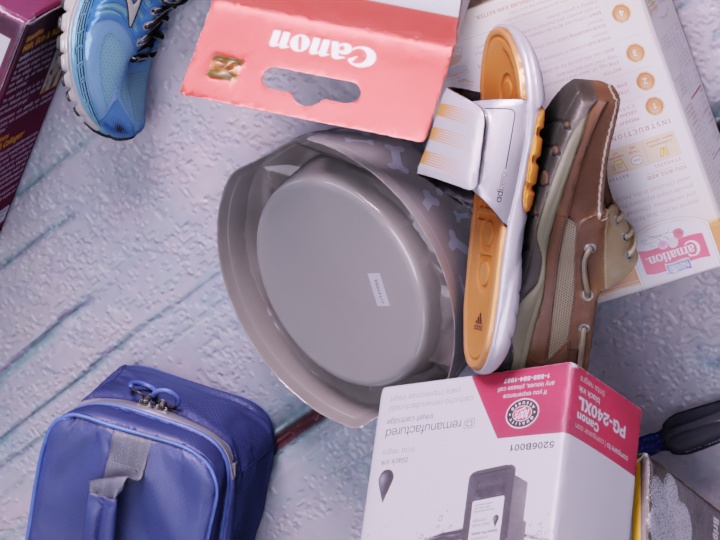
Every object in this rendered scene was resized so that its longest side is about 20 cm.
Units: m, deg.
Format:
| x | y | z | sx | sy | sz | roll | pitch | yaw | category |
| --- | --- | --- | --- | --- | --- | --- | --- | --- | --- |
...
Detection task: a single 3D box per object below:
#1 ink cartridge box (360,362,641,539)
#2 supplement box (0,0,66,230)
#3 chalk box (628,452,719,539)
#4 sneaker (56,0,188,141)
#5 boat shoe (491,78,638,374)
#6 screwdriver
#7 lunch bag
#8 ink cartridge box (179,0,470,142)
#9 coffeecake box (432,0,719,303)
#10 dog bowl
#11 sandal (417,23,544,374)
| x | y | z | sx | sy | sz | roll | pitch | yaw | category |
| --- | --- | --- | --- | --- | --- | --- | --- | --- | --- |
| 0.078 | 0.168 | 1.596 | 0.145 | 0.083 | 0.201 | -9 | 61 | 35 | ink cartridge box |
| -0.263 | -0.106 | 1.767 | 0.085 | 0.110 | 0.201 | 28 | 113 | 8 | supplement box |
| 0.174 | 0.216 | 1.693 | 0.123 | 0.125 | 0.200 | -15 | 145 | 31 | chalk box |
| -0.139 | -0.177 | 1.723 | 0.089 | 0.078 | 0.201 | 11 | 110 | 11 | sneaker |
| 0.127 | -0.018 | 1.614 | 0.073 | 0.076 | 0.201 | 10 | 117 | -10 | boat shoe |
| 0.163 | 0.123 | 1.741 | 0.199 | 0.029 | 0.028 | -23 | 99 | 18 | screwdriver |
| -0.145 | 0.165 | 1.803 | 0.135 | 0.132 | 0.201 | 15 | 112 | 13 | lunch bag |
| -0.009 | -0.188 | 1.625 | 0.162 | 0.201 | 0.057 | 12 | 150 | 14 | ink cartridge box |
| 0.135 | -0.085 | 1.663 | 0.153 | 0.073 | 0.201 | -17 | 101 | 22 | coffeecake box |
| 0.000 | 0.000 | 1.706 | 0.199 | 0.059 | 0.201 | 24 | 129 | 33 | dog bowl |
| 0.065 | -0.044 | 1.585 | 0.059 | 0.079 | 0.208 | 5 | 90 | -18 | sandal |
